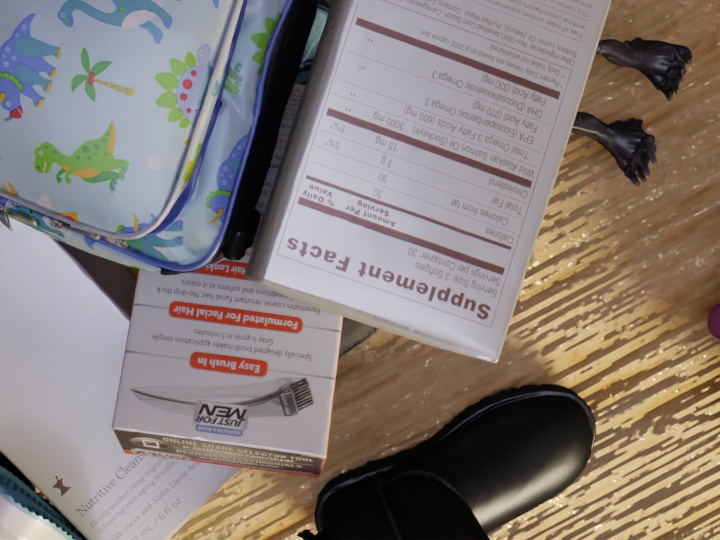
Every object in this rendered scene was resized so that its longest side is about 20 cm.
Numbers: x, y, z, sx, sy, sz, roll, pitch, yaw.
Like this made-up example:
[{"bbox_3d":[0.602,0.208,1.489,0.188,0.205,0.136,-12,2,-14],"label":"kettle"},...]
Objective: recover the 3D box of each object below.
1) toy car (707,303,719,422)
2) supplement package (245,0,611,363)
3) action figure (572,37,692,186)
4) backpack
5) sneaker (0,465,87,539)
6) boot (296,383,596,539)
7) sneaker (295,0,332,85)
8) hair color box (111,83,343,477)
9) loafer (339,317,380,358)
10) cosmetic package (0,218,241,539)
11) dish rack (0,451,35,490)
[{"bbox_3d":[0.276,0.036,0.775,0.149,0.175,0.202,24,99,29],"label":"toy car"},{"bbox_3d":[0.030,-0.072,0.637,0.116,0.117,0.202,18,89,-8],"label":"supplement package"},{"bbox_3d":[0.086,-0.129,0.754,0.198,0.102,0.120,22,103,-9],"label":"action figure"},{"bbox_3d":[-0.135,-0.106,0.627,0.198,0.147,0.185,18,93,5],"label":"backpack"},{"bbox_3d":[-0.182,0.183,0.762,0.081,0.076,0.200,-47,141,-12],"label":"sneaker"},{"bbox_3d":[0.056,0.142,0.763,0.197,0.163,0.074,-22,101,1],"label":"boot"},{"bbox_3d":[-0.098,-0.131,0.746,0.198,0.096,0.080,7,98,-4],"label":"sneaker"},{"bbox_3d":[-0.061,0.001,0.724,0.110,0.064,0.202,8,70,-1],"label":"hair color box"},{"bbox_3d":[0.000,0.000,0.783,0.073,0.072,0.200,44,96,-11],"label":"loafer"},{"bbox_3d":[-0.162,0.059,0.781,0.113,0.081,0.200,-44,99,6],"label":"cosmetic package"},{"bbox_3d":[-0.299,0.153,0.802,0.198,0.055,0.155,14,97,-6],"label":"dish rack"}]
